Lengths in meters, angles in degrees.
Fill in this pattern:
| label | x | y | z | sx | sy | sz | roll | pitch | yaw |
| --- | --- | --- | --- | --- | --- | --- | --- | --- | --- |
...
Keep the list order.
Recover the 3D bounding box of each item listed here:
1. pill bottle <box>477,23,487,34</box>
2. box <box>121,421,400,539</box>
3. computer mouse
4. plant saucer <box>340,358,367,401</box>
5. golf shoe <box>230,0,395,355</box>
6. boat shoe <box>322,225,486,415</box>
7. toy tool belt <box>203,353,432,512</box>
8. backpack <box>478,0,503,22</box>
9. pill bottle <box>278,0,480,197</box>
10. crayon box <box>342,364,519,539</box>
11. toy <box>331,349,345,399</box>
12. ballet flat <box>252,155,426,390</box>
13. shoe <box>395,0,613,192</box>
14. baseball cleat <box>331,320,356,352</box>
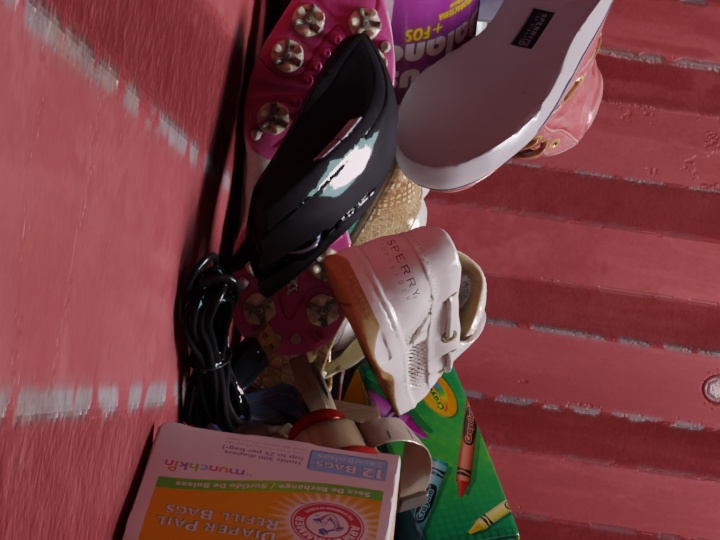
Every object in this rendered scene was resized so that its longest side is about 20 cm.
| label | x | y | z | sx | sy | sz | roll | pitch | yaw |
| --- | --- | --- | --- | --- | --- | --- | --- | --- | --- |
| pill bottle | 0.052 | -0.222 | 1.900 | 0.200 | 0.113 | 0.113 | -76 | 174 | -71 |
| box | -0.048 | 0.180 | 0.986 | 0.101 | 0.112 | 0.200 | -78 | 174 | -62 |
| computer mouse | -0.026 | -0.010 | 1.097 | 0.141 | 0.046 | 0.200 | 97 | 19 | -51 |
| plant saucer | 0.010 | 0.112 | 1.454 | 0.201 | 0.039 | 0.201 | -178 | -90 | -82 |
| golf shoe | -0.032 | -0.059 | 1.190 | 0.092 | 0.075 | 0.200 | -145 | -112 | -80 |
| boat shoe | 0.030 | 0.021 | 1.100 | 0.071 | 0.069 | 0.200 | 63 | -1 | 10 |
| toy tool belt | -0.041 | 0.108 | 1.170 | 0.200 | 0.125 | 0.123 | 100 | -31 | -51 |
| backpack | 0.060 | -0.238 | 1.374 | 0.191 | 0.200 | 0.154 | -90 | -171 | -55 |
| pill bottle | 0.009 | -0.129 | 1.272 | 0.112 | 0.112 | 0.200 | -79 | 176 | -46 |
| crayon box | 0.019 | 0.151 | 1.283 | 0.200 | 0.058 | 0.119 | 111 | -35 | -52 |
| toy | -0.050 | 0.108 | 1.434 | 0.200 | 0.047 | 0.115 | -70 | 172 | -55 |
| ballet flat | 0.000 | 0.000 | 1.270 | 0.200 | 0.065 | 0.071 | -55 | -165 | 40 |
| shoe | 0.082 | -0.085 | 1.237 | 0.200 | 0.071 | 0.091 | -53 | 152 | -39 |
| baseball cleat | -0.019 | -0.052 | 1.397 | 0.106 | 0.070 | 0.200 | 18 | 69 | -70 |
